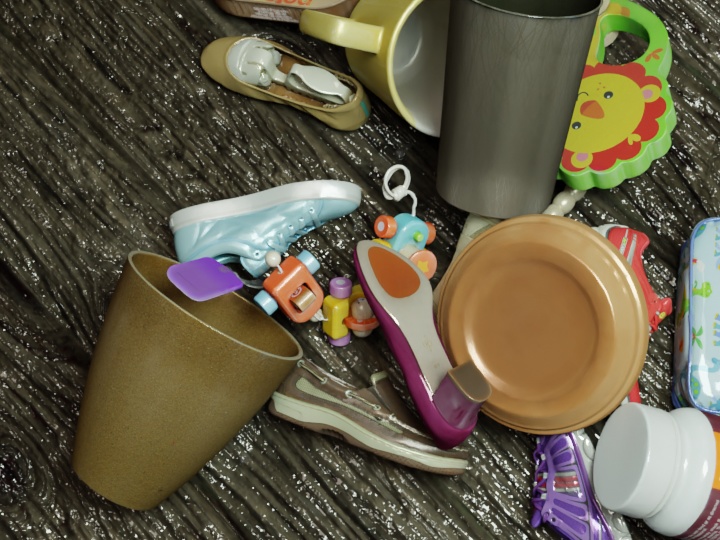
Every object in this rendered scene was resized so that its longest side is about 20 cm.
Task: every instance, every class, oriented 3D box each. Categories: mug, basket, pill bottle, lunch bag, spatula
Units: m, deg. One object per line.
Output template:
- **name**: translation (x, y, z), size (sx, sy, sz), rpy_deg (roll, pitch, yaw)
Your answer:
- **mug**: translation (0.047, -0.236, 1.219), size (0.150, 0.186, 0.153), rpy_deg (-49, 33, -3)
- **basket**: translation (0.136, -0.162, 1.121), size (0.134, 0.202, 0.181), rpy_deg (7, 28, 0)
- **pill bottle**: translation (0.316, 0.187, 1.084), size (0.198, 0.114, 0.115), rpy_deg (16, 73, -15)
- **lunch bag**: translation (0.385, 0.055, 1.169), size (0.159, 0.083, 0.202), rpy_deg (4, 73, 5)
- **spatula**: translation (-0.104, 0.008, 1.166), size (0.056, 0.199, 0.021), rpy_deg (37, 108, 29)

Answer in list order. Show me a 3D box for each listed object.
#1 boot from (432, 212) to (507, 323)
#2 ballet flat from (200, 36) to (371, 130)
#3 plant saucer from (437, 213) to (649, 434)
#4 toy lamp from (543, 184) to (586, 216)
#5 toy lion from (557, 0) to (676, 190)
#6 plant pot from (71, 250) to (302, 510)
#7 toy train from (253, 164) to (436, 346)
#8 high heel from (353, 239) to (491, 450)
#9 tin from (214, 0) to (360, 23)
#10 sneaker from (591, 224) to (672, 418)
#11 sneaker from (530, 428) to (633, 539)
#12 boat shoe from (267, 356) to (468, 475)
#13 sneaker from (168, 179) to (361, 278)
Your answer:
- **boot**: translation (0.156, 0.041, 1.157), size (0.199, 0.073, 0.156), rpy_deg (35, 104, 24)
- **ballet flat**: translation (-0.079, -0.209, 1.283), size (0.198, 0.063, 0.069), rpy_deg (21, 76, 9)
- **plant saucer**: translation (0.158, 0.051, 1.099), size (0.198, 0.037, 0.202), rpy_deg (4, 98, 27)
- **toy lamp**: translation (0.226, -0.092, 1.235), size (0.058, 0.058, 0.200), rpy_deg (38, 78, 13)
- **toy lion**: translation (0.239, -0.179, 1.220), size (0.191, 0.069, 0.200), rpy_deg (35, 78, 36)
- **plant pot**: translation (-0.184, 0.114, 1.140), size (0.186, 0.186, 0.201), rpy_deg (34, 97, 12)
- **toy train**: translation (0.000, 0.000, 1.172), size (0.200, 0.151, 0.056), rpy_deg (-41, 46, -14)
- **high heel**: translation (0.040, 0.069, 1.123), size (0.067, 0.096, 0.201), rpy_deg (-14, 59, -32)
- **tin**: translation (-0.076, -0.317, 1.306), size (0.198, 0.042, 0.113), rpy_deg (12, 61, 21)
- **sneaker**: translation (0.263, 0.050, 1.184), size (0.084, 0.077, 0.202), rpy_deg (-1, 75, -7)
- **sneaker**: translation (0.187, 0.197, 1.140), size (0.083, 0.081, 0.202), rpy_deg (-22, 74, 2)
- **boat shoe**: translation (0.013, 0.133, 1.163), size (0.200, 0.075, 0.076), rpy_deg (19, 88, 8)
- **sneaker**: translation (-0.091, -0.035, 1.232), size (0.198, 0.074, 0.083), rpy_deg (-13, 80, 8)
